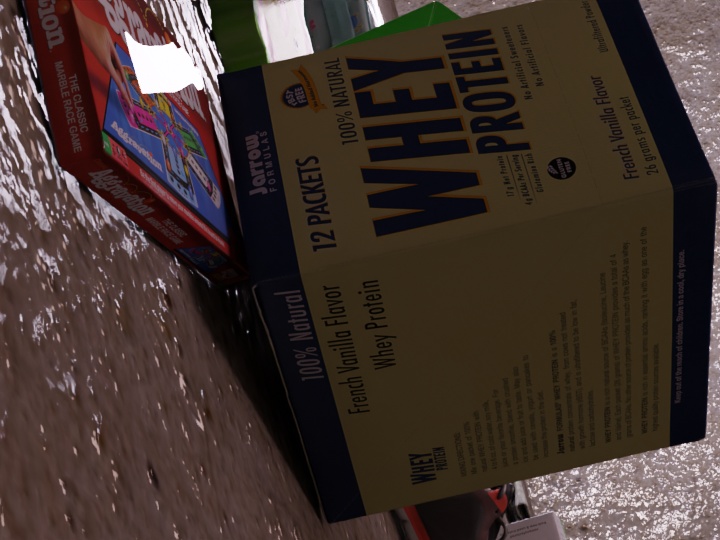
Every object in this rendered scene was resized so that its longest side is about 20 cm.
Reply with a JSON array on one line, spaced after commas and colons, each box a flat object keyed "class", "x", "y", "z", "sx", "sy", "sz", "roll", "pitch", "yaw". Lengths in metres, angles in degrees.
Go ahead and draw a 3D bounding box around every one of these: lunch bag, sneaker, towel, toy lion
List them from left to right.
[{"class": "toy lion", "x": -0.066, "y": -0.181, "z": 0.944, "sx": 0.192, "sy": 0.068, "sz": 0.201, "roll": -89, "pitch": 163, "yaw": -45}, {"class": "lunch bag", "x": -0.005, "y": -0.147, "z": 1.273, "sx": 0.161, "sy": 0.077, "sz": 0.201, "roll": 65, "pitch": 10, "yaw": -46}, {"class": "sneaker", "x": 0.060, "y": 0.139, "z": 1.060, "sx": 0.077, "sy": 0.081, "sz": 0.201, "roll": -93, "pitch": 165, "yaw": -66}, {"class": "towel", "x": 0.223, "y": 0.325, "z": 2.295, "sx": 0.201, "sy": 0.034, "sz": 0.193, "roll": -103, "pitch": 176, "yaw": -46}]

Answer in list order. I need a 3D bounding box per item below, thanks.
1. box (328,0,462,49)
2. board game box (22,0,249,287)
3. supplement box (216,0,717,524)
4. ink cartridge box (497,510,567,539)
[{"class": "box", "x": 0.073, "y": -0.044, "z": 1.011, "sx": 0.200, "sy": 0.096, "sz": 0.177, "roll": 42, "pitch": -30, "yaw": 40}, {"class": "board game box", "x": -0.085, "y": -0.063, "z": 0.609, "sx": 0.200, "sy": 0.019, "sz": 0.104, "roll": 50, "pitch": 23, "yaw": -75}, {"class": "supplement box", "x": 0.054, "y": -0.003, "z": 0.752, "sx": 0.201, "sy": 0.198, "sz": 0.135, "roll": 76, "pitch": 1, "yaw": -49}, {"class": "ink cartridge box", "x": 0.210, "y": 0.382, "z": 1.737, "sx": 0.146, "sy": 0.084, "sz": 0.201, "roll": 52, "pitch": 22, "yaw": -72}]
